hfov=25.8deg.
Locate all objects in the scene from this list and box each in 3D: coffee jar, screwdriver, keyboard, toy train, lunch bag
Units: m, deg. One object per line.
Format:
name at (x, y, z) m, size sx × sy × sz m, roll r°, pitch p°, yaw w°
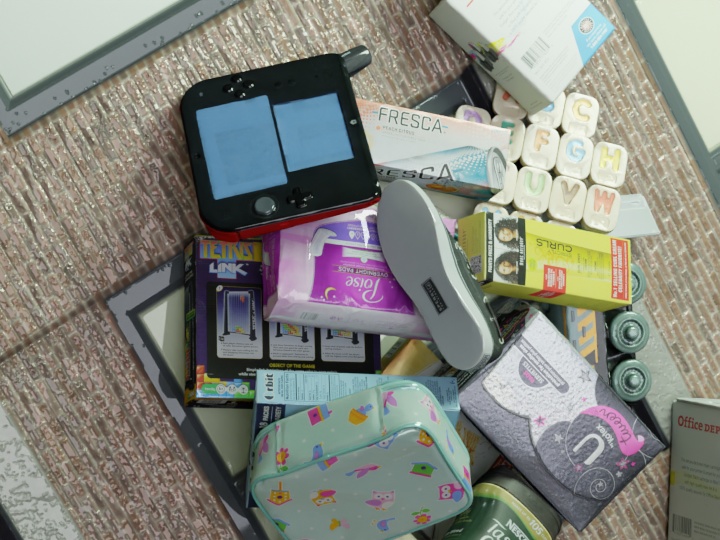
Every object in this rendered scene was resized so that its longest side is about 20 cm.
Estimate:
coffee jar at (0.118, 0.294, 1.566) m, size 0.104 × 0.085 × 0.200 m, roll 43°, pitch 55°, yaw -5°
screwdriver at (-0.075, -0.184, 1.629) m, size 0.198 × 0.028 × 0.029 m, roll -26°, pitch 69°, yaw -16°
keyboard at (0.229, -0.053, 1.723) m, size 0.197 × 0.011 × 0.057 m, roll -6°, pitch 58°, yaw -15°
toy train at (0.253, 0.070, 1.722) m, size 0.112 × 0.085 × 0.203 m, roll -4°, pitch 92°, yaw -9°
lunch bag at (0.000, 0.196, 1.501) m, size 0.198 × 0.078 × 0.161 m, roll -21°, pitch 132°, yaw 16°

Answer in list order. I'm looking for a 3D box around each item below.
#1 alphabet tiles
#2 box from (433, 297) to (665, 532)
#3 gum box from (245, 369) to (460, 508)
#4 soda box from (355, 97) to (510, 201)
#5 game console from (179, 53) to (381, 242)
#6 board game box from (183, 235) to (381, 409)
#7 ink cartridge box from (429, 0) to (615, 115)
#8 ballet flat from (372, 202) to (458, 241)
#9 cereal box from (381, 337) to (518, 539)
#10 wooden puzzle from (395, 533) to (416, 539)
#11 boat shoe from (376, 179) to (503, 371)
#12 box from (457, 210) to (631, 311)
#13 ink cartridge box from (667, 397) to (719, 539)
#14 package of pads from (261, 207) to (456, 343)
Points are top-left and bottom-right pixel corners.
alphabet tiles at (0.189, -0.109, 1.699) m, size 0.198 × 0.015 × 0.198 m, roll 14°, pitch 76°, yaw -6°
box at (0.194, 0.146, 1.624) m, size 0.132 × 0.115 × 0.200 m, roll -44°, pitch 101°, yaw -1°
gum box at (-0.011, 0.173, 1.566) m, size 0.197 × 0.171 × 0.045 m, roll 3°, pitch 46°, yaw -6°
soda box at (0.052, -0.127, 1.635) m, size 0.197 × 0.064 × 0.069 m, roll 10°, pitch 79°, yaw -10°
game console at (-0.082, -0.124, 1.548) m, size 0.175 × 0.031 × 0.202 m, roll -15°, pitch 55°, yaw 0°
board game box at (-0.079, 0.056, 1.598) m, size 0.197 × 0.057 × 0.168 m, roll 4°, pitch 74°, yaw -19°
ink cartridge box at (0.157, -0.280, 1.676) m, size 0.200 × 0.068 × 0.115 m, roll 43°, pitch 76°, yaw -6°
ballet flat at (0.025, -0.064, 1.649) m, size 0.198 × 0.072 × 0.073 m, roll 12°, pitch 87°, yaw -21°
cereal box at (0.072, 0.187, 1.681) m, size 0.200 × 0.039 × 0.144 m, roll 45°, pitch 78°, yaw -14°
wooden puzzle at (-0.005, 0.354, 1.610) m, size 0.200 × 0.037 × 0.185 m, roll -42°, pitch 96°, yaw 15°
boat shoe at (0.077, 0.005, 1.526) m, size 0.056 × 0.068 × 0.202 m, roll -2°, pitch 64°, yaw -57°
box at (0.190, -0.007, 1.615) m, size 0.198 × 0.050 × 0.076 m, roll 11°, pitch 74°, yaw -33°
ink cartridge box at (0.412, 0.248, 1.744) m, size 0.082 × 0.145 × 0.203 m, roll 1°, pitch 91°, yaw -19°
package of pads at (0.000, 0.000, 1.569) m, size 0.198 × 0.076 × 0.122 m, roll 7°, pitch 69°, yaw -19°
